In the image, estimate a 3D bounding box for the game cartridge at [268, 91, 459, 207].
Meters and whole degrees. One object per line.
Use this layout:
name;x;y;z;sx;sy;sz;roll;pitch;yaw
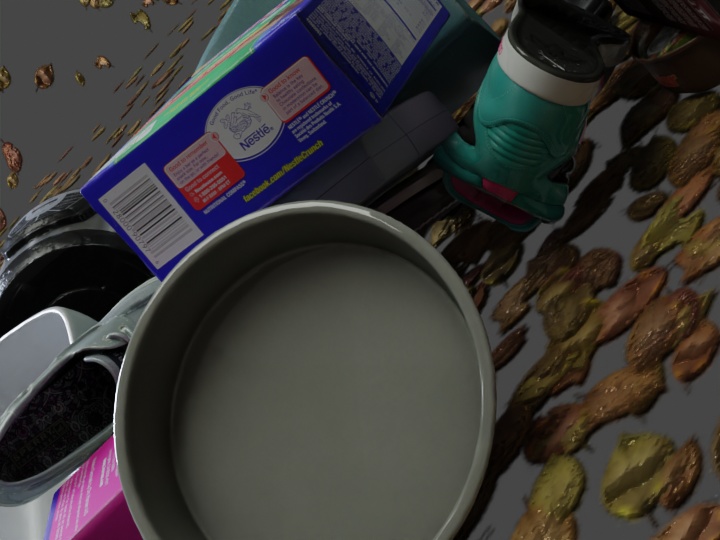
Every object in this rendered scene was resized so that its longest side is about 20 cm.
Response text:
game cartridge;-0.005;-0.055;0.898;0.133;0.042;0.200;-42;-1;19

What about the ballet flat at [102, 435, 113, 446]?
ballet flat;-0.091;0.088;0.895;0.200;0.072;0.072;-38;18;6

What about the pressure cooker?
pressure cooker;-0.220;0.026;1.231;0.200;0.175;0.180;-105;36;-71

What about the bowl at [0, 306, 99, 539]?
bowl;-0.215;0.143;1.027;0.200;0.074;0.201;-33;58;41

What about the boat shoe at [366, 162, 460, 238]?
boat shoe;0.000;0.000;0.955;0.200;0.060;0.072;-37;0;22

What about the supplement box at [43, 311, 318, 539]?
supplement box;-0.073;0.111;0.815;0.200;0.101;0.103;-43;17;9

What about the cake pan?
cake pan;-0.025;0.068;0.709;0.200;0.200;0.037;-45;-25;8

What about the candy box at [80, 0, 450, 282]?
candy box;-0.049;-0.101;0.854;0.169;0.077;0.200;-34;12;25

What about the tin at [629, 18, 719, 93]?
tin;0.236;-0.181;0.833;0.200;0.042;0.112;-47;13;1

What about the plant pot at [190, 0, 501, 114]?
plant pot;-0.021;-0.137;1.024;0.200;0.141;0.141;-45;-14;11

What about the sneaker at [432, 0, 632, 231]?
sneaker;0.101;-0.088;0.861;0.121;0.083;0.200;-65;-7;24

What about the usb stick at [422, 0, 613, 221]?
usb stick;0.103;-0.116;1.012;0.200;0.033;0.055;-51;24;-13

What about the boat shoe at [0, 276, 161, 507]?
boat shoe;-0.155;0.070;0.911;0.201;0.070;0.071;-43;5;-21

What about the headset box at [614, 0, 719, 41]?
headset box;0.201;-0.202;0.774;0.149;0.077;0.200;-46;16;5
